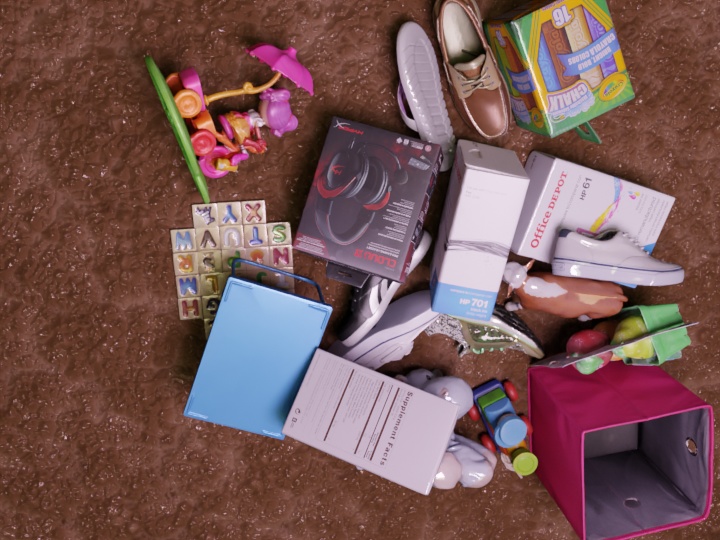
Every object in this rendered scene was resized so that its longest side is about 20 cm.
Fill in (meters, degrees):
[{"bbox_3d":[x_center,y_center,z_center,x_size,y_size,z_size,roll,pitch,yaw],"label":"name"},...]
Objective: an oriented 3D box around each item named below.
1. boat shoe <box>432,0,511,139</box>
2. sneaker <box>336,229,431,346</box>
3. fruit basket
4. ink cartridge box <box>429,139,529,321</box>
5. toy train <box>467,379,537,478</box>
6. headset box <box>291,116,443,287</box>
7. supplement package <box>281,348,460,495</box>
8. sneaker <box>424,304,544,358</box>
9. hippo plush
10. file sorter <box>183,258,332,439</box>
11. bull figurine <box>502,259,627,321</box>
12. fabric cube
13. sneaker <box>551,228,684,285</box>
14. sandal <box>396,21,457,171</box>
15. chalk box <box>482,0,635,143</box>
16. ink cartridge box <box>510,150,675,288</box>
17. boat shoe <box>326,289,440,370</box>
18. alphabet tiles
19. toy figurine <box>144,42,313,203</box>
[{"bbox_3d":[0.142,-0.265,0.915,0.075,0.074,0.200,-20,108,18],"label":"boat shoe"},{"bbox_3d":[0.000,0.000,0.993,0.112,0.073,0.200,35,92,-13],"label":"sneaker"},{"bbox_3d":[0.367,0.116,1.031,0.200,0.185,0.094,-24,84,-4],"label":"fruit basket"},{"bbox_3d":[0.151,-0.056,0.934,0.086,0.147,0.200,12,115,-1],"label":"ink cartridge box"},{"bbox_3d":[0.243,0.280,1.093,0.084,0.116,0.200,-26,110,0],"label":"toy train"},{"bbox_3d":[0.009,-0.079,0.910,0.148,0.075,0.201,18,90,10],"label":"headset box"},{"bbox_3d":[0.018,0.202,0.926,0.200,0.121,0.120,21,76,11],"label":"supplement package"},{"bbox_3d":[0.182,0.095,1.055,0.200,0.077,0.089,26,112,-9],"label":"sneaker"},{"bbox_3d":[0.119,0.231,1.060,0.159,0.200,0.161,9,82,-40],"label":"hippo plush"},{"bbox_3d":[-0.143,0.100,0.961,0.138,0.123,0.200,17,105,-15],"label":"file sorter"},{"bbox_3d":[0.277,0.033,1.011,0.199,0.121,0.065,13,80,-3],"label":"bull figurine"},{"bbox_3d":[0.386,0.260,1.068,0.199,0.199,0.197,-10,108,-6],"label":"fabric cube"},{"bbox_3d":[0.357,-0.019,0.952,0.199,0.073,0.071,5,94,-18],"label":"sneaker"},{"bbox_3d":[0.076,-0.225,0.936,0.050,0.082,0.203,-1,117,37],"label":"sandal"},{"bbox_3d":[0.263,-0.256,0.920,0.124,0.125,0.200,-25,109,-1],"label":"chalk box"},{"bbox_3d":[0.321,-0.074,1.010,0.199,0.085,0.145,15,105,-12],"label":"ink cartridge box"},{"bbox_3d":[0.044,0.099,1.023,0.200,0.074,0.065,-30,115,20],"label":"boat shoe"},{"bbox_3d":[-0.178,0.001,0.991,0.166,0.006,0.201,-4,108,-9],"label":"alphabet tiles"},{"bbox_3d":[-0.145,-0.201,0.881,0.184,0.150,0.200,-23,132,-11],"label":"toy figurine"}]
